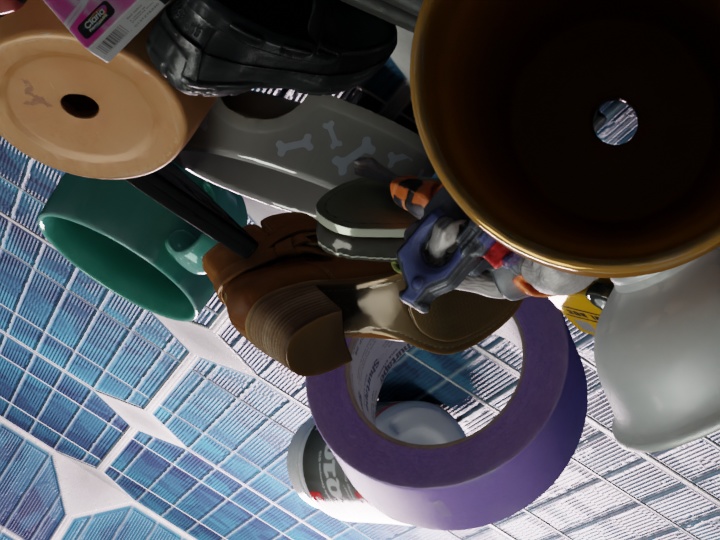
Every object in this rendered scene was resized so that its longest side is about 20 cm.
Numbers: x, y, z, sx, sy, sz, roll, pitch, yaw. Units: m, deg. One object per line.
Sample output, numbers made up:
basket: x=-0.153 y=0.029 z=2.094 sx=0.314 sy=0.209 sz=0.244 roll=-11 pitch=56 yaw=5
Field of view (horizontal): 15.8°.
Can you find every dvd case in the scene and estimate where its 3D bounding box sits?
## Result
dvd case: x=-0.164 y=-0.086 z=1.780 sx=0.143 sy=0.018 sz=0.200 roll=35 pitch=-176 yaw=-43

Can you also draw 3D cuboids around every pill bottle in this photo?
pill bottle: x=0.012 y=0.180 z=2.424 sx=0.114 sy=0.114 sz=0.200 roll=37 pitch=162 yaw=-18

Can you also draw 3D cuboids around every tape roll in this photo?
tape roll: x=0.064 y=0.085 z=1.918 sx=0.200 sy=0.200 sz=0.085 roll=23 pitch=161 yaw=26

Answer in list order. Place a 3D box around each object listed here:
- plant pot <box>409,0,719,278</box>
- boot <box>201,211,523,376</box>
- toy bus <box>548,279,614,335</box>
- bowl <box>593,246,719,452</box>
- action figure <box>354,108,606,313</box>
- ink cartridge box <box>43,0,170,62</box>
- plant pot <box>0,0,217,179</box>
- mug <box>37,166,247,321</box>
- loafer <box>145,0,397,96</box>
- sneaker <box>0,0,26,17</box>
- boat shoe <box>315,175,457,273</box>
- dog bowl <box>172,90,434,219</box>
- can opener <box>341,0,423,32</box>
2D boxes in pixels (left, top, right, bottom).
plant pot: x=0.133 y=-0.092 z=1.359 sx=0.200 sy=0.201 sz=0.183 roll=29 pitch=179 yaw=8
boot: x=0.000 y=0.000 z=1.776 sx=0.155 sy=0.199 sz=0.074 roll=-138 pitch=42 yaw=-54
toy bus: x=0.215 y=0.017 z=1.697 sx=0.200 sy=0.065 sz=0.078 roll=14 pitch=156 yaw=45
bowl: x=0.208 y=0.011 z=1.514 sx=0.090 sy=0.201 sz=0.201 roll=53 pitch=158 yaw=-10
action figure: x=0.098 y=-0.062 z=1.552 sx=0.105 sy=0.200 sz=0.194 roll=35 pitch=-164 yaw=-46
ink cartridge box: x=-0.180 y=-0.224 z=1.533 sx=0.200 sy=0.095 sz=0.037 roll=49 pitch=-174 yaw=22
plant pot: x=-0.158 y=-0.152 z=1.623 sx=0.199 sy=0.140 sz=0.200 roll=9 pitch=144 yaw=6
mug: x=-0.155 y=-0.042 z=2.086 sx=0.185 sy=0.115 sz=0.152 roll=23 pitch=161 yaw=24
loafer: x=-0.042 y=-0.147 z=1.565 sx=0.200 sy=0.070 sz=0.068 roll=-9 pitch=-127 yaw=-49
sneaker: x=-0.174 y=-0.238 z=1.473 sx=0.098 sy=0.201 sz=0.071 roll=14 pitch=-174 yaw=6
boat shoe: x=0.051 y=-0.025 z=1.670 sx=0.201 sy=0.061 sz=0.072 roll=-8 pitch=-143 yaw=-38
dog bowl: x=-0.045 y=-0.081 z=1.794 sx=0.199 sy=0.059 sz=0.200 roll=17 pitch=173 yaw=2
can opener: x=-0.015 y=-0.201 z=1.525 sx=0.200 sy=0.067 sz=0.053 roll=23 pitch=164 yaw=-17
